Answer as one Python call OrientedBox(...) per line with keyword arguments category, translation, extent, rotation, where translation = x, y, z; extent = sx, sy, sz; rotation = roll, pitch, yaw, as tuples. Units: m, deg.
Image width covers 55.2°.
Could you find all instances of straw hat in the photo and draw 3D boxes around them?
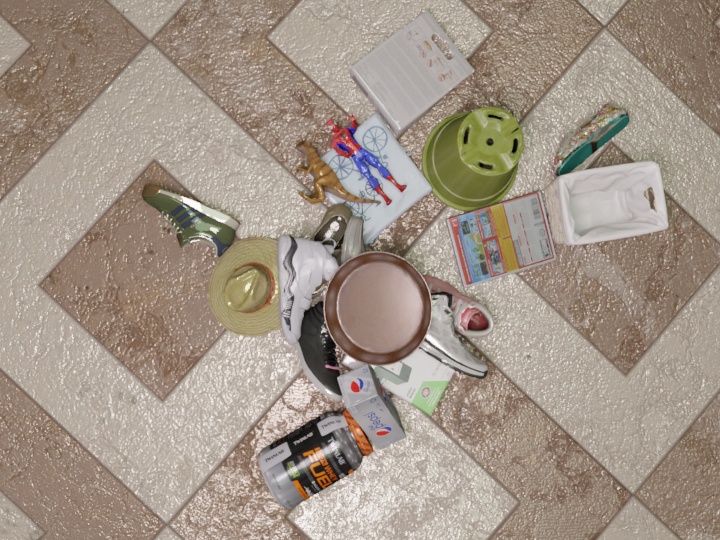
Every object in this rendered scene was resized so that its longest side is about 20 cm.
OrientedBox(category="straw hat", translation=(-0.213, 0.035, 1.302), extent=(0.198, 0.085, 0.204), rotation=(0, 90, 11))

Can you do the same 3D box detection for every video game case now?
OrientedBox(category="video game case", translation=(0.281, -0.062, 1.374), extent=(0.197, 0.017, 0.145), rotation=(-17, 97, -3))

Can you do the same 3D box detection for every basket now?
OrientedBox(category="basket", translation=(0.471, -0.125, 1.342), extent=(0.197, 0.123, 0.138), rotation=(-9, 88, -2))

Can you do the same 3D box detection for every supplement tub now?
OrientedBox(category="supplement tub", translation=(-0.082, 0.348, 1.298), extent=(0.198, 0.123, 0.124), rotation=(-30, 89, -3))

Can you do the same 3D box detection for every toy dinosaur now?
OrientedBox(category="toy dinosaur", translation=(-0.064, -0.169, 1.333), extent=(0.106, 0.060, 0.200), rotation=(-45, 90, -4))

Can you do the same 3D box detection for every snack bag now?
OrientedBox(category="snack bag", translation=(0.022, -0.182, 1.376), extent=(0.188, 0.021, 0.201), rotation=(-40, 89, -3))

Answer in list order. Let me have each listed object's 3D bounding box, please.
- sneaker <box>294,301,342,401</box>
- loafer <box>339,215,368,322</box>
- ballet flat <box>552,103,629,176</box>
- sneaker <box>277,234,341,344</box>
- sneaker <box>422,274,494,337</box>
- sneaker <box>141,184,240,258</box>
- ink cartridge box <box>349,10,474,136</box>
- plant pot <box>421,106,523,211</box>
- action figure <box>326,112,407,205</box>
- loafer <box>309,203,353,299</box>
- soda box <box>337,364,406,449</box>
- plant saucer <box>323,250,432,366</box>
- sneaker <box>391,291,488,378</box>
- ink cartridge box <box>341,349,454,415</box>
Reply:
OrientedBox(category="sneaker", translation=(-0.062, 0.140, 1.283), extent=(0.099, 0.070, 0.201), rotation=(-44, 51, 18))
OrientedBox(category="loafer", translation=(0.000, 0.000, 1.284), extent=(0.069, 0.070, 0.203), rotation=(2, 90, 8))
OrientedBox(category="ballet flat", translation=(0.450, -0.264, 1.384), extent=(0.199, 0.076, 0.064), rotation=(-37, 59, -8))
OrientedBox(category="sneaker", translation=(-0.094, 0.034, 1.267), extent=(0.113, 0.075, 0.203), rotation=(-2, 94, -10))
OrientedBox(category="sneaker", translation=(0.173, 0.068, 1.331), extent=(0.199, 0.105, 0.076), rotation=(29, 90, -1))
OrientedBox(category="sneaker", translation=(-0.339, -0.090, 1.331), extent=(0.198, 0.067, 0.091), rotation=(21, 82, -5))
OrientedBox(category="ink cartridge box", translation=(0.102, -0.395, 1.379), extent=(0.199, 0.050, 0.162), rotation=(-38, 90, -8))
OrientedBox(category="plant pot", translation=(0.227, -0.224, 1.302), extent=(0.197, 0.190, 0.203), rotation=(0, 88, -3))
OrientedBox(category="action figure", translation=(0.005, -0.221, 1.320), extent=(0.065, 0.099, 0.200), rotation=(-43, 87, -4))
OrientedBox(category="loafer", translation=(-0.076, -0.037, 1.334), extent=(0.075, 0.068, 0.202), rotation=(23, 96, -1))
OrientedBox(category="soda box", translation=(0.023, 0.254, 1.268), extent=(0.063, 0.201, 0.069), rotation=(-24, 51, 4))
OrientedBox(category="plant saucer", translation=(0.032, 0.067, 1.225), extent=(0.197, 0.034, 0.203), rotation=(0, 91, 14))
OrientedBox(category="sneaker", translation=(0.162, 0.108, 1.254), extent=(0.199, 0.076, 0.116), rotation=(30, 91, 2))
OrientedBox(category="ink cartridge box", translation=(0.080, 0.163, 1.331), extent=(0.198, 0.084, 0.147), rotation=(30, 86, 0))
